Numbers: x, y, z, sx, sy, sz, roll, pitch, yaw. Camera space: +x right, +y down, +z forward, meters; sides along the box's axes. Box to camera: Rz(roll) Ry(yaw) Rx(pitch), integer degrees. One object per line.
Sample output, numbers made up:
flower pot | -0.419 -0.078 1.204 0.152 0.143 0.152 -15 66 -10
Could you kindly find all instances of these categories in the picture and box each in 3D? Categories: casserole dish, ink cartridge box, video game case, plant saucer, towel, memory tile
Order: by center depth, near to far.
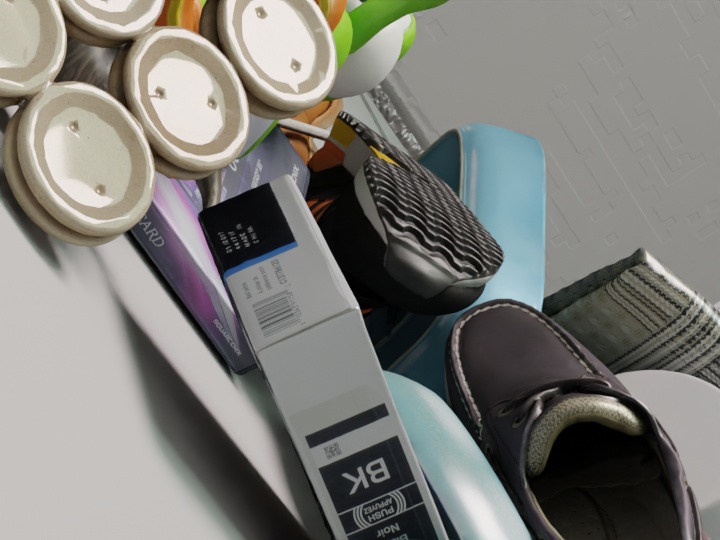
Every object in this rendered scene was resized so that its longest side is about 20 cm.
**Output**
memory tile | -0.099 -0.114 0.804 0.153 0.017 0.200 -39 99 -46
ink cartridge box | 0.003 0.075 0.850 0.099 0.039 0.200 -120 -174 -60
video game case | -0.085 -0.075 0.971 0.200 0.019 0.143 56 22 -25
plant saucer | 0.050 0.122 0.971 0.200 0.027 0.200 61 -7 14
towel | 0.128 0.090 1.104 0.193 0.035 0.200 41 -35 -11
casserole dish | 0.029 0.008 1.130 0.039 0.121 0.200 33 33 -20

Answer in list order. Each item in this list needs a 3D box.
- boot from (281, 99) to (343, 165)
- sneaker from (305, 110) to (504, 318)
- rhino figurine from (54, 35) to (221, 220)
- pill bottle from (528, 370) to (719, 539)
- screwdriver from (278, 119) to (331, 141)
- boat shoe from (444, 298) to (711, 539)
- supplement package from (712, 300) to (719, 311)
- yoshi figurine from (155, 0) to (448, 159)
boot | -0.072 -0.100 1.202 0.155 0.074 0.200 49 6 -36
sneaker | 0.000 0.000 1.057 0.070 0.090 0.200 34 9 -14
rhino figurine | -0.104 -0.101 0.847 0.087 0.060 0.200 -34 93 -48
pill bottle | 0.124 0.139 1.049 0.111 0.111 0.200 -118 -168 -48
screwdriver | -0.057 -0.073 1.077 0.200 0.029 0.028 8 58 -56
boat shoe | 0.082 0.070 0.935 0.200 0.072 0.065 -115 -171 -46
supplement package | 0.165 0.125 1.353 0.120 0.200 0.121 55 4 -27
yoshi figurine | -0.019 -0.119 1.002 0.113 0.112 0.200 63 19 2
